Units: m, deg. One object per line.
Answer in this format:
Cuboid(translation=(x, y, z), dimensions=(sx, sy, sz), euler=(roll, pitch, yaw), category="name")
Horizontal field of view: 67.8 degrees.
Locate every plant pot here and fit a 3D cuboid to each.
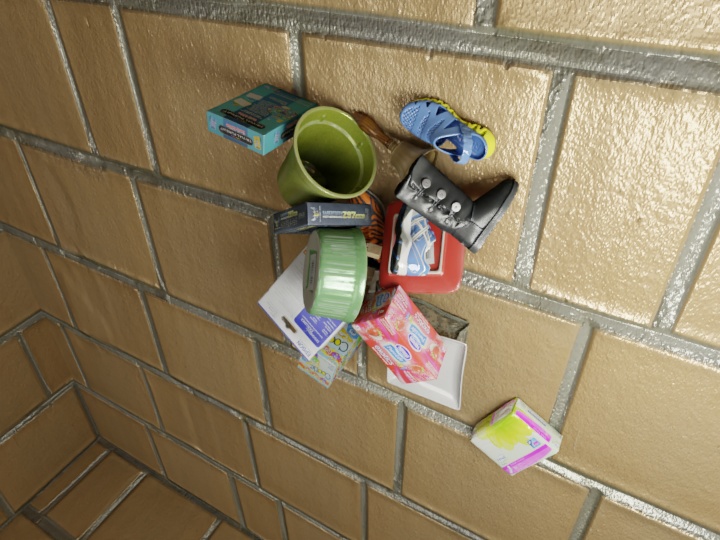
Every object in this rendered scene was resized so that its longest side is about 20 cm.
Cuboid(translation=(-0.094, -0.223, 1.183), dimensions=(0.201, 0.200, 0.183), euler=(52, 146, -9), category="plant pot")

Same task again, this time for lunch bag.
Cuboid(translation=(0.154, 0.175, 1.334), dimensions=(0.198, 0.117, 0.167), euler=(25, 130, 26), category="lunch bag")

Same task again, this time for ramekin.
Cuboid(translation=(-0.060, 0.006, 1.135), dimensions=(0.096, 0.203, 0.202), euler=(5, 136, -16), category="ramekin")

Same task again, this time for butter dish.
Cuboid(translation=(0.155, -0.042, 1.164), dimensions=(0.197, 0.147, 0.204), euler=(1, 78, 34), category="butter dish")

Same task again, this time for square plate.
Cuboid(translation=(0.154, 0.216, 1.261), dimensions=(0.195, 0.028, 0.203), euler=(17, 126, 26), category="square plate")

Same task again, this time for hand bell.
Cuboid(translation=(0.057, -0.268, 1.119), dimensions=(0.200, 0.103, 0.105), euler=(45, 137, 18), category="hand bell")

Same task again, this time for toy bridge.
Cuboid(translation=(0.000, 0.000, 1.235), dimensions=(0.066, 0.028, 0.201), euler=(17, 148, 0), category="toy bridge")

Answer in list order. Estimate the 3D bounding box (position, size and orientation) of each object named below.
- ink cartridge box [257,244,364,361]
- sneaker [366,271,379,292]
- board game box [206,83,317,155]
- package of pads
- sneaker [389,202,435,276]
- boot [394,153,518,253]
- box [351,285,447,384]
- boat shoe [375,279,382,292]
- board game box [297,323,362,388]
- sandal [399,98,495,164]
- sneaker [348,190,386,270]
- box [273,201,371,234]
Cuboid(translation=(-0.120, 0.077, 1.297), dimensions=(0.198, 0.047, 0.200), euler=(47, 107, 9), category="ink cartridge box")
Cuboid(translation=(-0.041, 0.011, 1.395), dimensions=(0.196, 0.082, 0.146), euler=(16, 169, -9), category="sneaker")
Cuboid(translation=(-0.208, -0.332, 1.159), dimensions=(0.149, 0.200, 0.048), euler=(26, 133, 17), category="board game box")
Cuboid(translation=(0.392, 0.430, 1.380), dimensions=(0.154, 0.068, 0.201), euler=(39, 135, 4), category="package of pads")
Cuboid(translation=(0.111, -0.079, 1.079), dimensions=(0.075, 0.204, 0.076), euler=(14, 161, -6), category="sneaker")
Cuboid(translation=(0.185, -0.156, 1.033), dimensions=(0.198, 0.166, 0.066), euler=(35, 178, -3), category="boot")
Cuboid(translation=(0.087, 0.141, 1.148), dimensions=(0.099, 0.096, 0.201), euler=(-17, 121, 40), category="box")
Cuboid(translation=(0.053, 0.086, 1.331), dimensions=(0.059, 0.073, 0.203), euler=(-1, 143, -10), category="boat shoe")
Cuboid(translation=(-0.067, 0.194, 1.442), dimensions=(0.104, 0.200, 0.104), euler=(31, 135, 11), category="board game box")
Cuboid(translation=(0.159, -0.265, 1.029), dimensions=(0.198, 0.087, 0.080), euler=(29, 136, 18), category="sandal")
Cuboid(translation=(0.016, -0.091, 1.237), dimensions=(0.077, 0.112, 0.202), euler=(-19, 109, 42), category="sneaker")
Cuboid(translation=(-0.089, -0.113, 1.192), dimensions=(0.199, 0.155, 0.052), euler=(-5, 88, 61), category="box")
